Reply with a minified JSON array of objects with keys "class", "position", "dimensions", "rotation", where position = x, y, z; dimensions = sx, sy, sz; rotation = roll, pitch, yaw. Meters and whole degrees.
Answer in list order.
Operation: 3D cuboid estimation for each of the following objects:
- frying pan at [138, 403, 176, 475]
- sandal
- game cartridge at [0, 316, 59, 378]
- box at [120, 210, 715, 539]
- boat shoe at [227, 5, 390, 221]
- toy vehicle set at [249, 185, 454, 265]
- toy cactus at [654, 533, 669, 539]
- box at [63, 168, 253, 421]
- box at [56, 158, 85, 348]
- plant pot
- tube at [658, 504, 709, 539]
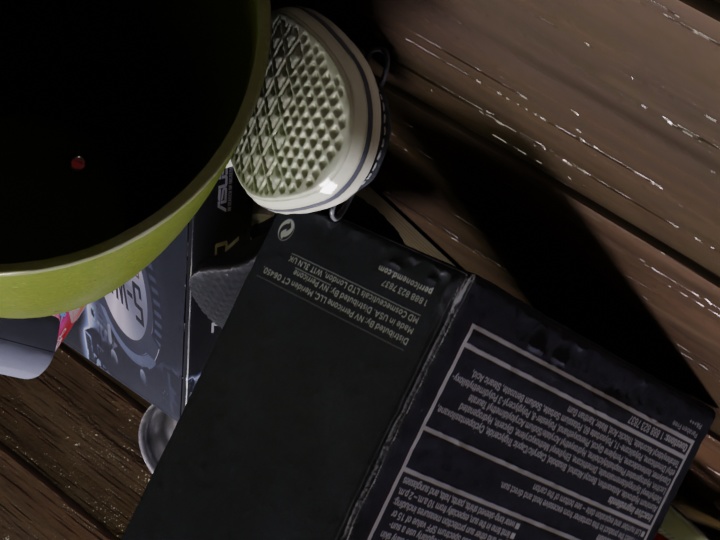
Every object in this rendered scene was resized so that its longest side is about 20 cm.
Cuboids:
[{"class":"frying pan","position":[-0.042,0.110,1.071],"dimensions":[0.188,0.031,0.116],"rotation":[2,129,19]},{"class":"sandal","position":[-0.025,-0.002,0.893],"dimensions":[0.075,0.048,0.200],"rotation":[41,153,-10]},{"class":"game cartridge","position":[-0.250,0.011,0.862],"dimensions":[0.198,0.042,0.133],"rotation":[12,171,24]},{"class":"box","position":[0.020,0.103,0.774],"dimensions":[0.123,0.200,0.199],"rotation":[24,177,44]},{"class":"boat shoe","position":[-0.019,-0.059,0.698],"dimensions":[0.062,0.075,0.200],"rotation":[11,-177,-17]},{"class":"toy vehicle set","position":[0.000,0.000,0.985],"dimensions":[0.124,0.027,0.200],"rotation":[43,168,-19]},{"class":"toy cactus","position":[0.234,0.177,0.855],"dimensions":[0.164,0.103,0.199],"rotation":[23,176,-32]},{"class":"box","position":[-0.140,-0.026,1.044],"dimensions":[0.199,0.043,0.162],"rotation":[29,124,41]},{"class":"box","position":[-0.227,-0.047,0.946],"dimensions":[0.199,0.103,0.095],"rotation":[25,143,6]},{"class":"plant pot","position":[-0.133,-0.057,0.708],"dimensions":[0.187,0.188,0.200],"rotation":[37,162,6]},{"class":"tube","position":[0.123,0.123,1.040],"dimensions":[0.058,0.052,0.199],"rotation":[-6,-172,-29]}]
